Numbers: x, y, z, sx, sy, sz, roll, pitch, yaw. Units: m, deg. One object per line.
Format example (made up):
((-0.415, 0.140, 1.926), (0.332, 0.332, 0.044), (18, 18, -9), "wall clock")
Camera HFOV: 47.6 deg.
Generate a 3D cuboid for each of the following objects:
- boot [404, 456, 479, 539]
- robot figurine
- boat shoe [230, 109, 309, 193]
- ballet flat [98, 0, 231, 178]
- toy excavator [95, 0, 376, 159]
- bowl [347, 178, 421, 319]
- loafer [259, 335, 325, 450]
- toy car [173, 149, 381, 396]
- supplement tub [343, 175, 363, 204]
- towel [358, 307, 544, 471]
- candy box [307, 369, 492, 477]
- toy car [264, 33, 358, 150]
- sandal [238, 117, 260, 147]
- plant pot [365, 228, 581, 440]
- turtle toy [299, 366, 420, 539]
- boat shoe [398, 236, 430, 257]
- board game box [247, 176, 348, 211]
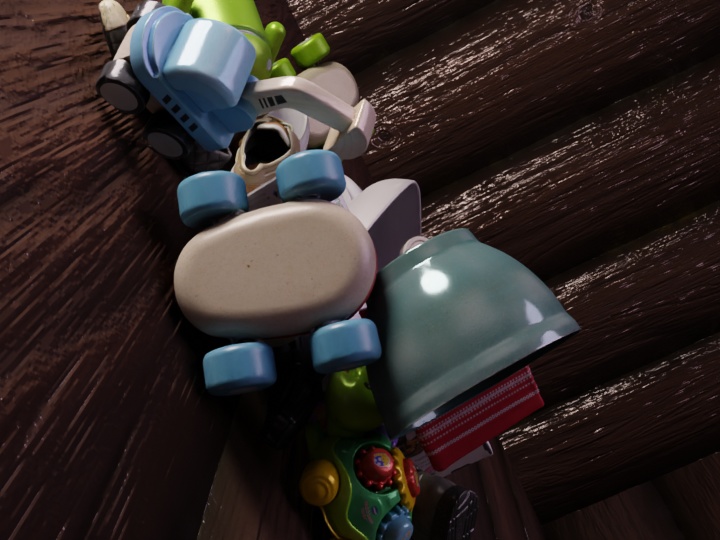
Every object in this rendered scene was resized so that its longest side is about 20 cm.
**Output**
((0.048, 0.305, 0.889), (0.130, 0.203, 0.067), (16, 1, 43), "boot")
((-0.179, -0.292, 1.021), (0.174, 0.115, 0.202), (10, 53, -52), "robot figurine")
((-0.107, -0.155, 1.017), (0.069, 0.074, 0.201), (112, -3, -47), "boat shoe")
((-0.201, -0.186, 0.836), (0.201, 0.056, 0.067), (61, 9, -28), "ballet flat")
((-0.109, -0.163, 0.750), (0.195, 0.198, 0.101), (47, 50, -42), "toy excavator")
((0.000, 0.000, 0.997), (0.200, 0.074, 0.202), (-49, 147, -39), "bowl")
((-0.074, 0.109, 0.812), (0.070, 0.068, 0.201), (33, 19, -5), "loafer")
((-0.070, 0.017, 0.768), (0.200, 0.174, 0.187), (83, -5, -77), "toy car")
((-0.047, -0.059, 1.137), (0.147, 0.144, 0.200), (66, 9, 10), "supplement tub")
((0.099, 0.096, 0.859), (0.202, 0.143, 0.022), (64, -11, -13), "towel")
((0.038, 0.165, 0.948), (0.201, 0.166, 0.072), (59, 8, -32), "candy box")
((-0.108, -0.232, 1.230), (0.158, 0.199, 0.165), (-45, 113, -34), "toy car")
((-0.146, -0.172, 1.172), (0.081, 0.054, 0.200), (54, -6, -1), "sandal")
((0.082, 0.047, 0.752), (0.135, 0.199, 0.200), (61, 7, 14), "plant pot")
((0.001, 0.196, 0.812), (0.146, 0.100, 0.203), (-57, 130, -80), "turtle toy")
((0.091, 0.054, 0.907), (0.073, 0.062, 0.201), (-44, 109, -33), "boat shoe")
((-0.074, -0.035, 0.871), (0.199, 0.034, 0.127), (-17, -80, 56), "board game box")
